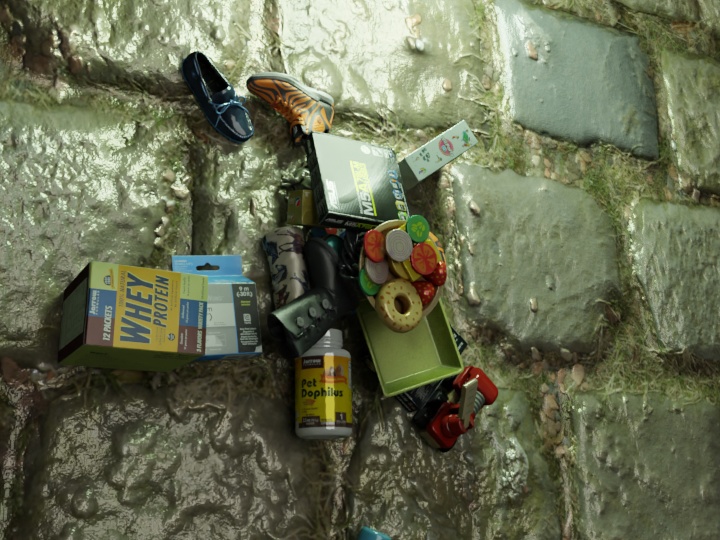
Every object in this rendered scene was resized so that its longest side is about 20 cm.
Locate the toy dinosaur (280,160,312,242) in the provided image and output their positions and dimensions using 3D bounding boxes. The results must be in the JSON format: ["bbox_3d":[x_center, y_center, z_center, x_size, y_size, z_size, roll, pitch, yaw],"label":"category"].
[{"bbox_3d":[-0.106,-0.152,1.752,0.101,0.077,0.201,-8,66,-11],"label":"toy dinosaur"}]

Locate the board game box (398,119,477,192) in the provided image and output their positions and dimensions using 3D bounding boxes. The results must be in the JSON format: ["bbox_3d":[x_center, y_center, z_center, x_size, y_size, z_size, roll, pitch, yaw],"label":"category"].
[{"bbox_3d":[0.139,-0.233,1.890,0.200,0.147,0.065,-35,92,-33],"label":"board game box"}]

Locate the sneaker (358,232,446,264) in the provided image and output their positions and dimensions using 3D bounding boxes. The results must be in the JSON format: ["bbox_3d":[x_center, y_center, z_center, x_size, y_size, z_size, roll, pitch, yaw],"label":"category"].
[{"bbox_3d":[0.077,-0.041,1.784,0.198,0.078,0.113,13,47,-13],"label":"sneaker"}]

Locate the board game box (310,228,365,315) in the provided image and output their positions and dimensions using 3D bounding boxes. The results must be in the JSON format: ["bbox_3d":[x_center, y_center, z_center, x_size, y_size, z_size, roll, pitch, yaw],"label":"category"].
[{"bbox_3d":[0.023,-0.038,1.820,0.195,0.056,0.201,-26,90,-33],"label":"board game box"}]

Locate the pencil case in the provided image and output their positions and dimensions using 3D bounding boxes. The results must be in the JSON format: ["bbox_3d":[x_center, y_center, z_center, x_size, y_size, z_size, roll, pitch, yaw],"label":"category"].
[{"bbox_3d":[-0.141,0.019,1.695,0.078,0.089,0.202,8,70,-58],"label":"pencil case"}]

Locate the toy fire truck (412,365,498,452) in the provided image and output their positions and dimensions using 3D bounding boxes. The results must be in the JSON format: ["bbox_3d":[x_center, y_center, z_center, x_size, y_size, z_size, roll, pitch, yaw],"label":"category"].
[{"bbox_3d":[0.213,0.262,1.761,0.129,0.200,0.176,49,58,-10],"label":"toy fire truck"}]

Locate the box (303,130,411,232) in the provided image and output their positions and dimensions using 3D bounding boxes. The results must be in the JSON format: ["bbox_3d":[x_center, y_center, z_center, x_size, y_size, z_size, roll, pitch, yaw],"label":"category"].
[{"bbox_3d":[-0.005,-0.166,1.686,0.192,0.048,0.201,10,53,-31],"label":"box"}]

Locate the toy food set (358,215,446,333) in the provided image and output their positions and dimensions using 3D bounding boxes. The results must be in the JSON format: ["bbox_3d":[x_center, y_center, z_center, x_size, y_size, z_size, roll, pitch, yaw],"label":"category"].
[{"bbox_3d":[0.079,0.000,1.622,0.200,0.049,0.199,-36,102,-30],"label":"toy food set"}]

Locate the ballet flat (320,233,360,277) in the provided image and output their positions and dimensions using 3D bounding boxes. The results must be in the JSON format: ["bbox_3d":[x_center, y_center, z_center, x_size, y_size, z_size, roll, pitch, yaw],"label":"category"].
[{"bbox_3d":[0.000,0.000,1.718,0.200,0.064,0.068,37,71,-4],"label":"ballet flat"}]

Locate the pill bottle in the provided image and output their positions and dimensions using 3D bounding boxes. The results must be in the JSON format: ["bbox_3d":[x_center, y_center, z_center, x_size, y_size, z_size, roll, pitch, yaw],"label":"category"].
[{"bbox_3d":[-0.071,0.216,1.660,0.109,0.109,0.202,7,73,-29],"label":"pill bottle"}]

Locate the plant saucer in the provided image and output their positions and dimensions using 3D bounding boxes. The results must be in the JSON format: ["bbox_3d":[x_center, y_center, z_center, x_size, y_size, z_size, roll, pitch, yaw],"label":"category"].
[{"bbox_3d":[0.090,0.137,1.753,0.198,0.048,0.201,-13,80,-30],"label":"plant saucer"}]

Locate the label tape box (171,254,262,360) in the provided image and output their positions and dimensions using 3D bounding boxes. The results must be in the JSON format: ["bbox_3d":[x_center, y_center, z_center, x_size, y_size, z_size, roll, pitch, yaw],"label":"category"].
[{"bbox_3d":[-0.267,0.063,1.615,0.142,0.066,0.202,0,78,-31],"label":"label tape box"}]

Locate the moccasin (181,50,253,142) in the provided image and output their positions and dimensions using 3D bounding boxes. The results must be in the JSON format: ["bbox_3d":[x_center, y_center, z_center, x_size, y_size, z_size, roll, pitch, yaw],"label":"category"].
[{"bbox_3d":[-0.282,-0.340,1.717,0.200,0.068,0.081,49,58,-10],"label":"moccasin"}]

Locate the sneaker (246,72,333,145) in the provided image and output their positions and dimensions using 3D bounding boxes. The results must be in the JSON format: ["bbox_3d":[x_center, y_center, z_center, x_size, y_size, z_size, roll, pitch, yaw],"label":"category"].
[{"bbox_3d":[-0.143,-0.327,1.782,0.199,0.077,0.113,14,69,-27],"label":"sneaker"}]

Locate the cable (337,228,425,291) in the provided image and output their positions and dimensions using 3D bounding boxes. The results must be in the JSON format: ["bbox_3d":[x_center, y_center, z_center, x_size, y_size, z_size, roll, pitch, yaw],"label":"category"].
[{"bbox_3d":[0.050,-0.018,1.685,0.199,0.051,0.164,19,56,-20],"label":"cable"}]

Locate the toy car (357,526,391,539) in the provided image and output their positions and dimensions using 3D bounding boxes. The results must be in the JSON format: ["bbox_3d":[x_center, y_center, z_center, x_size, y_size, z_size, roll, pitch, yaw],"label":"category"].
[{"bbox_3d":[0.068,0.607,1.632,0.200,0.176,0.185,38,71,-49],"label":"toy car"}]

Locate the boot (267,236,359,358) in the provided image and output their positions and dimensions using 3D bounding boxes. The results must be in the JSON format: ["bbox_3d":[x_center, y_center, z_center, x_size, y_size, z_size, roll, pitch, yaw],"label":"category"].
[{"bbox_3d":[-0.105,0.048,1.615,0.200,0.066,0.165,-36,95,-40],"label":"boot"}]

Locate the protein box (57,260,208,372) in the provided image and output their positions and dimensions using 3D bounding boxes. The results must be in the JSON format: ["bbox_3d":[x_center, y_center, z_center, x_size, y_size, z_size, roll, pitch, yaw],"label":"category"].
[{"bbox_3d":[-0.382,0.084,1.459,0.197,0.200,0.136,8,72,-28],"label":"protein box"}]

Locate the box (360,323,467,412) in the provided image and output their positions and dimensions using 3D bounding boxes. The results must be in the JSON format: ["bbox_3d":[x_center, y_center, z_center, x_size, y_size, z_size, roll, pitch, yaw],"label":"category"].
[{"bbox_3d":[0.116,0.169,1.822,0.159,0.046,0.200,47,59,-11],"label":"box"}]

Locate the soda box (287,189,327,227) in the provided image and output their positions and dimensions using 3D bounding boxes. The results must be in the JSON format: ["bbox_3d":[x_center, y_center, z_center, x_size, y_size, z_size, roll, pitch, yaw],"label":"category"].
[{"bbox_3d":[-0.044,-0.117,1.718,0.199,0.064,0.068,2,91,-32],"label":"soda box"}]
